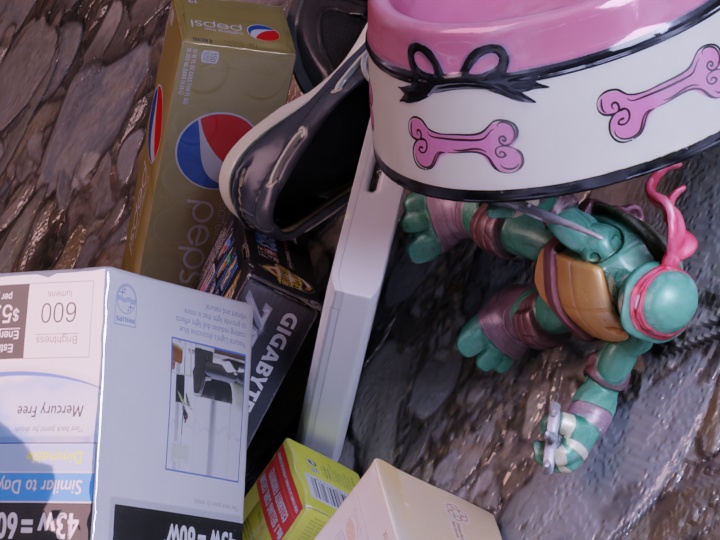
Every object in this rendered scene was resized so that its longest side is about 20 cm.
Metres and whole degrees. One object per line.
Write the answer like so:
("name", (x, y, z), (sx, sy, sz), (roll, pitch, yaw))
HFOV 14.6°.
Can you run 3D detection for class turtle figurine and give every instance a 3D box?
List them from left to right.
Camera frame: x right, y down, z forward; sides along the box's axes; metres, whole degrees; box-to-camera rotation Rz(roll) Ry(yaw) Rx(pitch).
("turtle figurine", (0.092, 0.012, 1.249), (0.200, 0.100, 0.150), (-163, 60, -67))

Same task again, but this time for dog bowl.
("dog bowl", (0.091, -0.108, 1.205), (0.199, 0.074, 0.200), (-15, 25, 7))

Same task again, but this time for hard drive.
("hard drive", (0.000, 0.000, 1.410), (0.200, 0.026, 0.132), (104, 180, -62))

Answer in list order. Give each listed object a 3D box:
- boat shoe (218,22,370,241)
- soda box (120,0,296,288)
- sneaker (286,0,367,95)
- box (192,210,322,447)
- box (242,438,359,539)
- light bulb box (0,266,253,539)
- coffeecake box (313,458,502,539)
("boat shoe", (0.013, -0.091, 1.498), (0.200, 0.075, 0.062), (-37, 33, -11))
("soda box", (-0.091, -0.053, 1.618), (0.064, 0.067, 0.201), (-107, 27, -58))
("sneaker", (0.012, -0.169, 1.615), (0.082, 0.073, 0.201), (-32, 39, 46))
("box", (-0.088, 0.074, 1.514), (0.201, 0.050, 0.199), (-63, 10, 9))
("box", (-0.067, 0.187, 1.428), (0.200, 0.050, 0.075), (-54, 23, 17))
("light bulb box", (-0.167, 0.109, 1.382), (0.198, 0.125, 0.201), (-4, 79, 33))
("coffeecake box", (-0.009, 0.212, 1.261), (0.200, 0.073, 0.154), (-53, 27, 20))
